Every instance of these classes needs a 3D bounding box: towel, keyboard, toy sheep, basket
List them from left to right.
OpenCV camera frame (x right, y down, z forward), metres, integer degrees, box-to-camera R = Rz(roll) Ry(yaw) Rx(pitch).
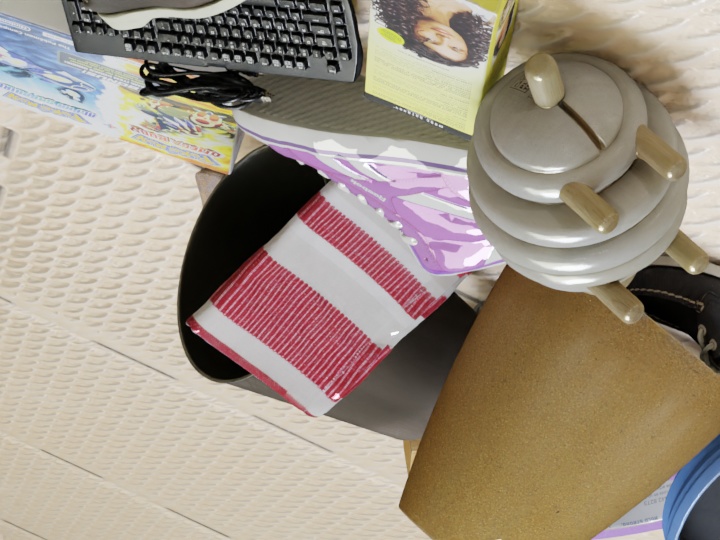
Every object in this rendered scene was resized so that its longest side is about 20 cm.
[{"bbox_3d":[-0.093,-0.134,1.644,0.200,0.040,0.104,8,136,26],"label":"keyboard"},{"bbox_3d":[-0.013,0.031,1.935,0.136,0.181,0.200,-13,149,37],"label":"basket"},{"bbox_3d":[0.000,0.000,1.785,0.144,0.200,0.023,40,-170,-44],"label":"towel"},{"bbox_3d":[0.122,-0.053,1.533,0.138,0.138,0.200,17,148,24],"label":"toy sheep"}]

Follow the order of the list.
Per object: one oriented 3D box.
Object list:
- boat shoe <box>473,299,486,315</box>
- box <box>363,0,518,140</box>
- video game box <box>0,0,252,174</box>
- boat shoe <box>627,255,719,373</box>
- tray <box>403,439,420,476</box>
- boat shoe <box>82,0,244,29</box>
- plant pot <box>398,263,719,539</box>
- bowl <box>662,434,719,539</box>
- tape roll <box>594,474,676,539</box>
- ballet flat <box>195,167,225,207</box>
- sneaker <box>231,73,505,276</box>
[{"bbox_3d":[0.113,0.050,2.001,0.069,0.072,0.200,61,163,-18],"label":"boat shoe"},{"bbox_3d":[0.045,-0.136,1.516,0.075,0.050,0.200,23,165,7],"label":"box"},{"bbox_3d":[-0.168,-0.135,1.804,0.199,0.047,0.182,18,167,0],"label":"video game box"},{"bbox_3d":[0.253,0.043,1.772,0.200,0.060,0.074,18,164,23],"label":"boat shoe"},{"bbox_3d":[0.133,0.117,2.056,0.199,0.037,0.099,-9,163,-3],"label":"tray"},{"bbox_3d":[-0.104,-0.182,1.539,0.061,0.072,0.201,42,151,-26],"label":"boat shoe"},{"bbox_3d":[0.124,0.109,1.820,0.186,0.200,0.186,38,180,0],"label":"plant pot"},{"bbox_3d":[0.299,0.157,1.884,0.201,0.200,0.039,39,-161,-42],"label":"bowl"},{"bbox_3d":[0.191,0.140,1.992,0.200,0.066,0.200,-7,161,-2],"label":"tape roll"},{"bbox_3d":[-0.063,-0.005,2.062,0.068,0.067,0.200,8,157,44],"label":"ballet flat"},{"bbox_3d":[0.012,-0.053,1.694,0.200,0.073,0.115,16,130,19],"label":"sneaker"}]
